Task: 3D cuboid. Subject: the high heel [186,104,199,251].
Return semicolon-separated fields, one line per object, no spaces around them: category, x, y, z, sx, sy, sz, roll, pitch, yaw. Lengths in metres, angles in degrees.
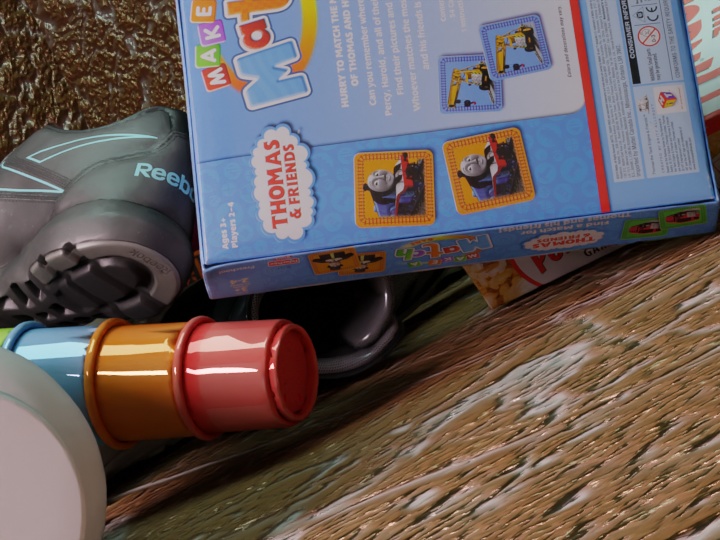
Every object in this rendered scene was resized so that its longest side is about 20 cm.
high heel;-0.058;-0.024;1.261;0.200;0.095;0.068;-48;27;41

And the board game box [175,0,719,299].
board game box;0.030;-0.076;1.146;0.198;0.152;0.037;-7;-22;0

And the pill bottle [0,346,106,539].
pill bottle;-0.148;0.078;1.025;0.112;0.113;0.200;-27;5;-10

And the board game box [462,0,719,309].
board game box;0.123;-0.087;1.245;0.199;0.046;0.152;-26;41;13

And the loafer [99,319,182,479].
loafer;-0.139;0.070;1.275;0.070;0.070;0.200;-22;7;36

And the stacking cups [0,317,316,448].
stacking cups;-0.114;0.042;1.161;0.199;0.061;0.060;-8;13;25

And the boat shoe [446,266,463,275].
boat shoe;0.061;-0.047;1.438;0.199;0.072;0.066;-32;11;-35

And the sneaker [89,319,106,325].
sneaker;-0.160;0.077;1.391;0.099;0.075;0.200;-9;25;48

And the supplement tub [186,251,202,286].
supplement tub;-0.128;0.012;1.596;0.199;0.107;0.107;-31;7;-35

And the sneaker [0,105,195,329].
sneaker;-0.134;-0.010;1.220;0.199;0.075;0.080;-16;52;41

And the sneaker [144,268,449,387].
sneaker;0.000;0.000;1.281;0.200;0.076;0.114;-36;10;-27
